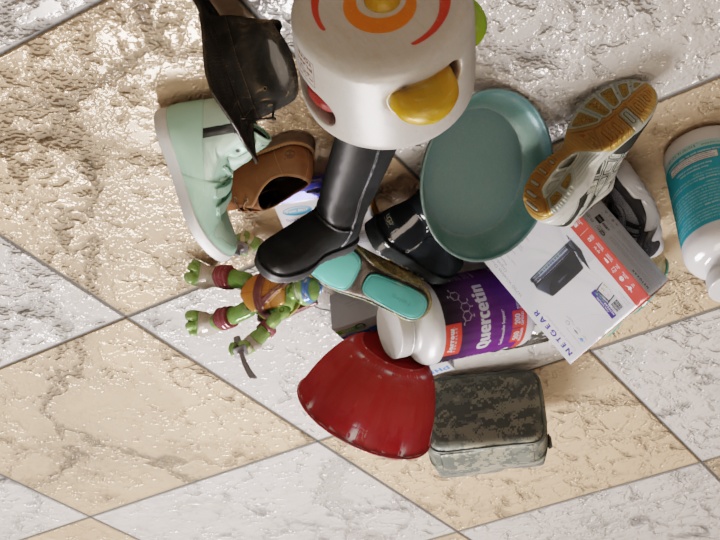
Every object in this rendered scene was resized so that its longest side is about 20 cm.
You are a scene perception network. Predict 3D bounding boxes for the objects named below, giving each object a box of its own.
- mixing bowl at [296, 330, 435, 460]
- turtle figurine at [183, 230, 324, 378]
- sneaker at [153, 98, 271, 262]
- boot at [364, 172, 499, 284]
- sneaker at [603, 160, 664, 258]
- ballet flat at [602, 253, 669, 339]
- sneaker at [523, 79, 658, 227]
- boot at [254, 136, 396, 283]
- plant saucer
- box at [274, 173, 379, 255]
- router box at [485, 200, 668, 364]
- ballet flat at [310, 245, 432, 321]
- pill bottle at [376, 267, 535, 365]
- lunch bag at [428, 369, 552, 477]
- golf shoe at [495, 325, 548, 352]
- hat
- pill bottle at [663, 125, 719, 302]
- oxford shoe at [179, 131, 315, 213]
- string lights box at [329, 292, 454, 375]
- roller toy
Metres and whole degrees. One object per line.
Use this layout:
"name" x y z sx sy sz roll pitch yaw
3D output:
"mixing bowl" 0.025 0.152 1.896 0.199 0.200 0.109 15 112 -26
"turtle figurine" -0.161 0.030 1.780 0.193 0.200 0.145 -7 114 42
"sneaker" -0.150 -0.105 1.614 0.117 0.074 0.202 -14 119 10
"boot" 0.121 -0.064 1.751 0.167 0.077 0.200 -32 151 24
"sneaker" 0.315 -0.054 1.766 0.113 0.076 0.200 -29 147 2
"ballet flat" 0.355 0.037 1.948 0.062 0.068 0.200 16 143 -12
"sneaker" 0.274 -0.135 1.636 0.200 0.076 0.087 -47 144 14
"boot" -0.034 -0.092 1.610 0.164 0.066 0.201 -29 154 -46
"plant saucer" 0.139 -0.112 1.624 0.199 0.202 0.036 26 176 -38
"box" -0.036 -0.063 1.775 0.118 0.042 0.201 -9 144 8
"router box" 0.259 -0.009 1.758 0.049 0.200 0.180 -32 168 -40
"ballet flat" 0.000 0.000 1.773 0.199 0.071 0.071 28 141 -8
"pill bottle" 0.127 0.061 1.871 0.198 0.113 0.113 -11 152 -24
"lunch bag" 0.196 0.252 2.191 0.198 0.140 0.168 -8 147 7
"golf shoe" 0.260 0.056 1.974 0.199 0.078 0.094 -23 160 30
"hat" -0.106 -0.209 1.419 0.080 0.202 0.201 -16 146 5
"pill bottle" 0.429 -0.064 1.671 0.110 0.202 0.111 -2 147 -1
"oxford shoe" -0.140 -0.097 1.684 0.199 0.072 0.071 -24 144 30
"string lights box" 0.047 0.088 1.996 0.102 0.059 0.200 -19 144 21
"roller toy" 0.023 -0.225 1.391 0.181 0.201 0.140 11 149 11
